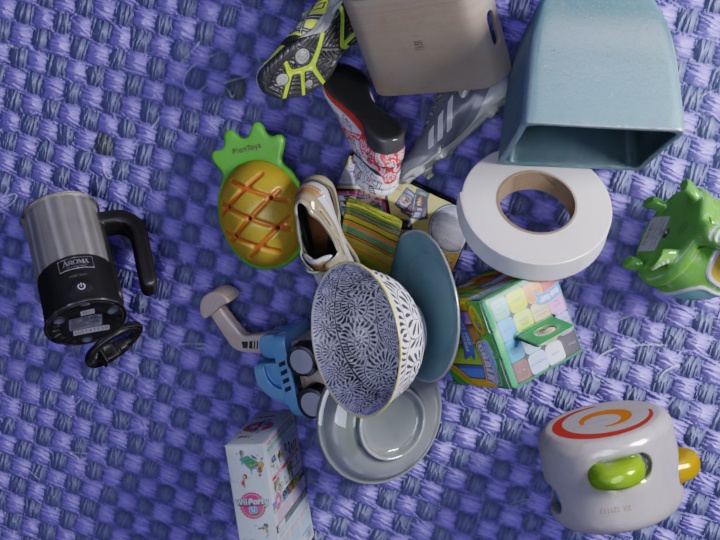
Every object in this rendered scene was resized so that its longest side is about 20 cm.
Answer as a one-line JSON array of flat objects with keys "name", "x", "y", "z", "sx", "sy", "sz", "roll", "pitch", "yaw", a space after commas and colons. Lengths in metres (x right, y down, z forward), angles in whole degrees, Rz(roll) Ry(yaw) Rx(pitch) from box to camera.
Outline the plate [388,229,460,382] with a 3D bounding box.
[{"name": "plate", "x": 0.088, "y": 0.047, "z": 1.467, "sx": 0.025, "sy": 0.199, "sz": 0.204, "roll": -5, "pitch": 103, "yaw": -25}]

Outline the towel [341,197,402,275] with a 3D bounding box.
[{"name": "towel", "x": 0.000, "y": 0.000, "z": 1.539, "sx": 0.085, "sy": 0.018, "sz": 0.203, "roll": 24, "pitch": 125, "yaw": 16}]

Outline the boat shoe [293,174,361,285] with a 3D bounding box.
[{"name": "boat shoe", "x": -0.050, "y": -0.023, "z": 1.498, "sx": 0.073, "sy": 0.069, "sz": 0.203, "roll": -7, "pitch": 116, "yaw": 26}]

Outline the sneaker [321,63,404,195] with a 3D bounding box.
[{"name": "sneaker", "x": -0.003, "y": -0.186, "z": 1.491, "sx": 0.066, "sy": 0.202, "sz": 0.109, "roll": -16, "pitch": 135, "yaw": -21}]

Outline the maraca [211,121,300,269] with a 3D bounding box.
[{"name": "maraca", "x": -0.141, "y": -0.101, "z": 1.541, "sx": 0.135, "sy": 0.107, "sz": 0.204, "roll": -11, "pitch": 97, "yaw": 15}]

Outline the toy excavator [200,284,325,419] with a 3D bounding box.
[{"name": "toy excavator", "x": -0.128, "y": 0.115, "z": 1.594, "sx": 0.197, "sy": 0.100, "sz": 0.198, "roll": -6, "pitch": 105, "yaw": 27}]

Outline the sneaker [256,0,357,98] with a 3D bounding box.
[{"name": "sneaker", "x": -0.061, "y": -0.307, "z": 1.483, "sx": 0.199, "sy": 0.076, "sz": 0.076, "roll": -40, "pitch": 130, "yaw": -6}]

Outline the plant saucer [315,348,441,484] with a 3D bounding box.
[{"name": "plant saucer", "x": 0.035, "y": 0.206, "z": 1.541, "sx": 0.197, "sy": 0.050, "sz": 0.204, "roll": -5, "pitch": 101, "yaw": -25}]

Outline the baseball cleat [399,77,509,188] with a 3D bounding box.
[{"name": "baseball cleat", "x": 0.110, "y": -0.209, "z": 1.494, "sx": 0.199, "sy": 0.070, "sz": 0.107, "roll": -39, "pitch": 86, "yaw": 4}]

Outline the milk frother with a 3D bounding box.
[{"name": "milk frother", "x": -0.402, "y": 0.021, "z": 1.614, "sx": 0.201, "sy": 0.178, "sz": 0.191, "roll": -52, "pitch": 49, "yaw": 43}]

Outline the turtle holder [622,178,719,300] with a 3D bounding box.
[{"name": "turtle holder", "x": 0.437, "y": -0.035, "z": 1.404, "sx": 0.130, "sy": 0.143, "sz": 0.186, "roll": 28, "pitch": 144, "yaw": -12}]

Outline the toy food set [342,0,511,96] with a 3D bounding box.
[{"name": "toy food set", "x": 0.083, "y": -0.305, "z": 1.417, "sx": 0.197, "sy": 0.061, "sz": 0.145, "roll": 0, "pitch": 133, "yaw": 27}]

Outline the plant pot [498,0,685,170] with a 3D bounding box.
[{"name": "plant pot", "x": 0.282, "y": -0.249, "z": 1.373, "sx": 0.192, "sy": 0.196, "sz": 0.204, "roll": 3, "pitch": 82, "yaw": -1}]

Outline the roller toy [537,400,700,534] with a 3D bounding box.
[{"name": "roller toy", "x": 0.336, "y": 0.265, "z": 1.477, "sx": 0.181, "sy": 0.198, "sz": 0.143, "roll": -3, "pitch": 103, "yaw": 48}]

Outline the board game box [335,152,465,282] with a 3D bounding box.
[{"name": "board game box", "x": 0.050, "y": -0.061, "z": 1.547, "sx": 0.197, "sy": 0.035, "sz": 0.137, "roll": 26, "pitch": 105, "yaw": 6}]

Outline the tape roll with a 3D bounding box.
[{"name": "tape roll", "x": 0.225, "y": -0.078, "z": 1.434, "sx": 0.199, "sy": 0.205, "sz": 0.037, "roll": 15, "pitch": 145, "yaw": 8}]

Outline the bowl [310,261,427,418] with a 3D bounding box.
[{"name": "bowl", "x": 0.026, "y": 0.084, "z": 1.454, "sx": 0.199, "sy": 0.093, "sz": 0.205, "roll": 15, "pitch": 109, "yaw": 52}]

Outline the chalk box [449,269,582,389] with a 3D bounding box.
[{"name": "chalk box", "x": 0.196, "y": 0.073, "z": 1.442, "sx": 0.123, "sy": 0.199, "sz": 0.126, "roll": -24, "pitch": 96, "yaw": -24}]

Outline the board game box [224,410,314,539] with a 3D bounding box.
[{"name": "board game box", "x": -0.130, "y": 0.323, "z": 1.603, "sx": 0.063, "sy": 0.147, "sz": 0.204, "roll": -5, "pitch": 100, "yaw": 15}]
